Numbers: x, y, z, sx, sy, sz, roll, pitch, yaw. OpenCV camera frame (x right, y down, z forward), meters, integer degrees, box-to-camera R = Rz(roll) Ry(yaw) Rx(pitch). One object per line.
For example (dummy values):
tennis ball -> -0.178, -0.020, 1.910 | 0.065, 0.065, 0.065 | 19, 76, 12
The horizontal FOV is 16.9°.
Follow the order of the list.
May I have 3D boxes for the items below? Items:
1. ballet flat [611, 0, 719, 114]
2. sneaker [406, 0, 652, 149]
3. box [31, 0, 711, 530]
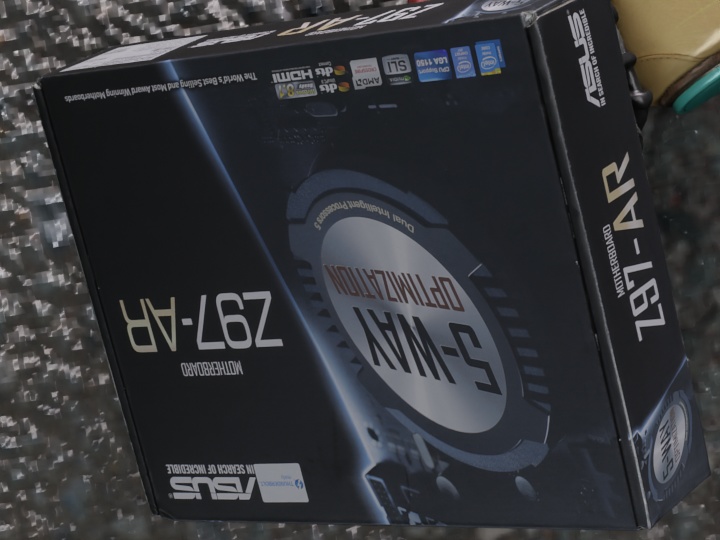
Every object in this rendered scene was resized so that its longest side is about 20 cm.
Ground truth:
ballet flat -> 0.170, -0.124, 0.793 | 0.200, 0.069, 0.063 | -29, 81, 5
sneaker -> 0.054, -0.082, 0.785 | 0.098, 0.071, 0.201 | 17, 101, 35
box -> 0.000, 0.000, 0.766 | 0.200, 0.044, 0.160 | -2, 108, 37
